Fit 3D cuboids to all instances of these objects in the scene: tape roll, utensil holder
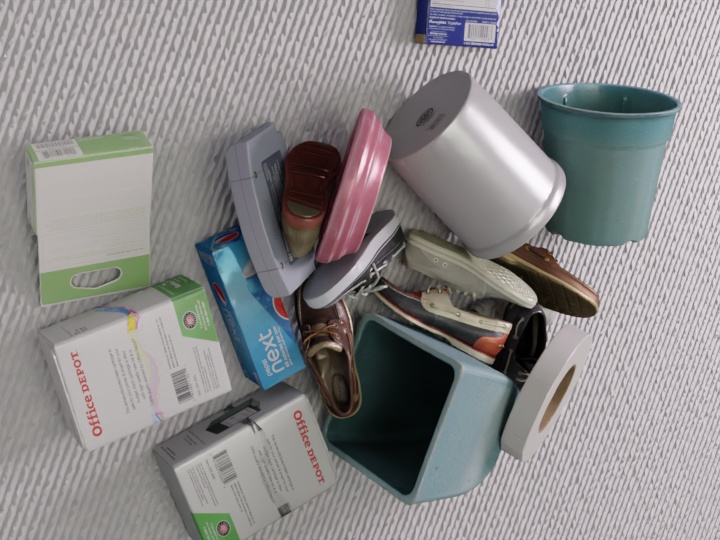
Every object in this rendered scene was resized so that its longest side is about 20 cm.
[{"bbox_3d":[0.256,0.169,1.755,0.203,0.037,0.203,-51,159,-28],"label":"tape roll"},{"bbox_3d":[0.148,-0.143,1.703,0.200,0.170,0.170,43,79,-26],"label":"utensil holder"}]

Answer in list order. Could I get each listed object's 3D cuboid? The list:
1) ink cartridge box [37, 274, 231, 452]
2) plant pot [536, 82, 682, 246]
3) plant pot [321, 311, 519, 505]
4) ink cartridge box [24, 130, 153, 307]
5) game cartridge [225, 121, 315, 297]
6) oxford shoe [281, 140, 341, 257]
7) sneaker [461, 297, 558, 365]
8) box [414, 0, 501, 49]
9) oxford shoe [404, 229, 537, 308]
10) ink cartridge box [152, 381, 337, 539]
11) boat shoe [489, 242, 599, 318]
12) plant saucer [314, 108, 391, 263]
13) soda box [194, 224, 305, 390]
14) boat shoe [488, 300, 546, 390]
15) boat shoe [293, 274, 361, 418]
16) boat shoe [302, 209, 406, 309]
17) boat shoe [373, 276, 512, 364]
[{"bbox_3d":[-0.277,0.111,1.566,0.199,0.084,0.146,-22,112,-23],"label":"ink cartridge box"},{"bbox_3d":[0.342,-0.148,1.802,0.199,0.200,0.197,-9,112,-27],"label":"plant pot"},{"bbox_3d":[0.101,0.190,1.732,0.199,0.195,0.197,12,101,-45],"label":"plant pot"},{"bbox_3d":[-0.323,-0.062,1.529,0.145,0.048,0.201,-11,129,-26],"label":"ink cartridge box"},{"bbox_3d":[-0.112,-0.075,1.597,0.133,0.041,0.201,-43,121,-60],"label":"game cartridge"},{"bbox_3d":[-0.069,-0.094,1.607,0.070,0.200,0.075,13,127,2],"label":"oxford shoe"},{"bbox_3d":[0.219,0.059,1.834,0.100,0.075,0.200,44,78,-30],"label":"sneaker"},{"bbox_3d":[0.137,-0.403,1.716,0.121,0.032,0.201,-1,103,-29],"label":"box"},{"bbox_3d":[0.147,0.008,1.750,0.199,0.075,0.058,25,105,8],"label":"oxford shoe"},{"bbox_3d":[-0.148,0.257,1.669,0.199,0.084,0.147,-27,112,-22],"label":"ink cartridge box"},{"bbox_3d":[0.252,-0.003,1.799,0.199,0.072,0.068,28,60,8],"label":"boat shoe"},{"bbox_3d":[-0.006,-0.102,1.605,0.051,0.201,0.202,18,92,-4],"label":"plant saucer"},{"bbox_3d":[-0.141,0.047,1.641,0.068,0.064,0.201,-27,113,-21],"label":"soda box"},{"bbox_3d":[0.224,0.131,1.789,0.072,0.063,0.201,-6,111,-23],"label":"boat shoe"},{"bbox_3d":[-0.043,0.096,1.667,0.072,0.072,0.201,-12,86,1],"label":"boat shoe"},{"bbox_3d":[-0.002,0.000,1.680,0.199,0.073,0.068,-51,122,-45],"label":"boat shoe"},{"bbox_3d":[0.109,0.056,1.743,0.199,0.071,0.063,28,98,1],"label":"boat shoe"}]
